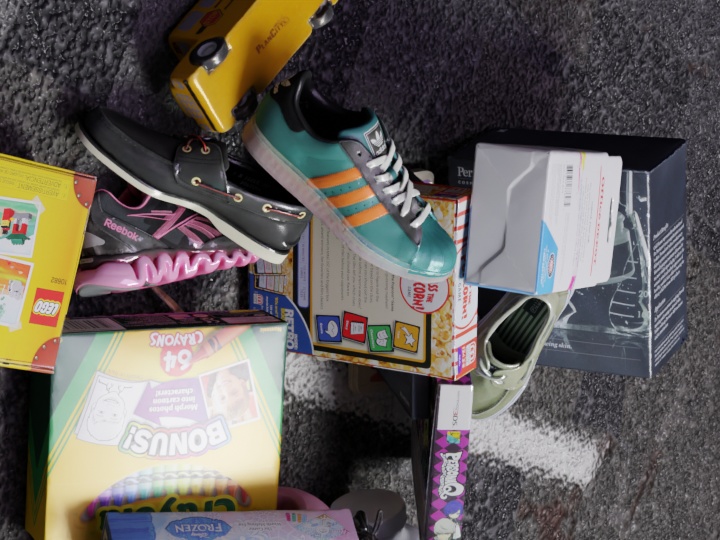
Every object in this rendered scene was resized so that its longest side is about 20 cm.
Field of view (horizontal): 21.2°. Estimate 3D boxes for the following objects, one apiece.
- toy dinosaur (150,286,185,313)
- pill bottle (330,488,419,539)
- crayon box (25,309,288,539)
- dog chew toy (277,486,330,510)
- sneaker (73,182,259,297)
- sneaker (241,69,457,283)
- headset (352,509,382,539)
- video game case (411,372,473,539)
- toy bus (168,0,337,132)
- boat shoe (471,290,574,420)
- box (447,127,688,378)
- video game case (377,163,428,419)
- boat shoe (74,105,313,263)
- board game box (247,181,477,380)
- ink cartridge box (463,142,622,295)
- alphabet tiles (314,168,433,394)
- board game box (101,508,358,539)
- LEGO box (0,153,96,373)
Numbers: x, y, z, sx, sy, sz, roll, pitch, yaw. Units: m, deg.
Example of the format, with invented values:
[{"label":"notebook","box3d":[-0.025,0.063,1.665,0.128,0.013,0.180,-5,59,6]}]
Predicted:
[{"label":"toy dinosaur","box3d":[-0.134,0.107,1.583,0.106,0.060,0.202,0,100,-46]},{"label":"pill bottle","box3d":[0.016,0.305,1.758,0.110,0.110,0.202,-24,118,-41]},{"label":"crayon box","box3d":[-0.160,0.124,1.518,0.198,0.058,0.174,-2,102,-28]},{"label":"dog chew toy","box3d":[-0.065,0.287,1.666,0.124,0.124,0.201,-36,133,-35]},{"label":"sneaker","box3d":[-0.150,-0.038,1.528,0.199,0.079,0.096,-11,87,-50]},{"label":"sneaker","box3d":[0.003,-0.073,1.487,0.080,0.199,0.071,-50,-178,33]},{"label":"headset","box3d":[0.039,0.286,1.609,0.123,0.094,0.201,-27,114,-4]},{"label":"video game case","box3d":[0.071,0.139,1.717,0.035,0.200,0.183,2,112,-3]},{"label":"toy bus","box3d":[-0.086,-0.202,1.540,0.200,0.078,0.065,-53,134,-24]},{"label":"boat shoe","box3d":[0.129,0.069,1.738,0.062,0.072,0.201,-48,167,-50]},{"label":"box","box3d":[0.195,-0.020,1.786,0.124,0.198,0.199,-33,124,-59]},{"label":"video game case","box3d":[0.036,0.012,1.673,0.019,0.143,0.202,-4,105,-11]},{"label":"boat shoe","box3d":[-0.126,-0.079,1.493,0.200,0.074,0.063,28,112,-20]},{"label":"board game box","box3d":[0.000,0.000,1.593,0.046,0.198,0.153,-24,119,-59]},{"label":"ink cartridge box","box3d":[0.155,-0.045,1.601,0.200,0.067,0.116,-5,102,-66]},{"label":"alphabet tiles","box3d":[0.029,0.010,1.768,0.195,0.015,0.202,-11,108,-46]},{"label":"board game box","box3d":[-0.117,0.275,1.536,0.197,0.044,0.201,0,129,-19]},{"label":"LEGO box","box3d":[-0.297,-0.017,1.360,0.199,0.077,0.150,13,91,-48]}]
